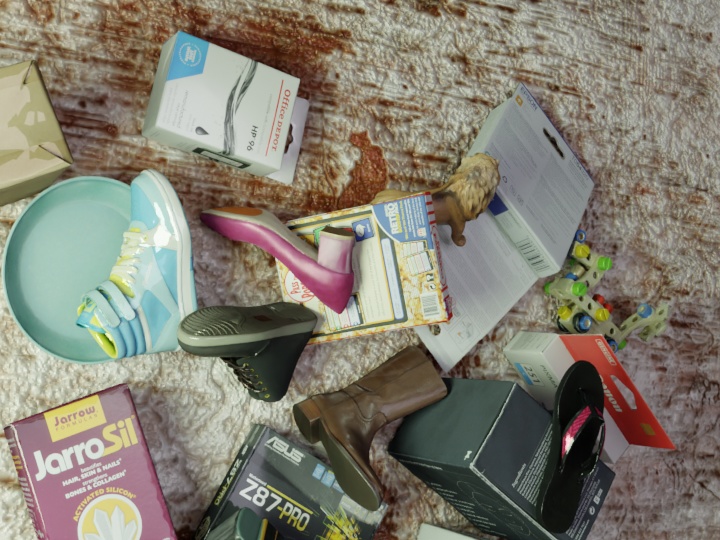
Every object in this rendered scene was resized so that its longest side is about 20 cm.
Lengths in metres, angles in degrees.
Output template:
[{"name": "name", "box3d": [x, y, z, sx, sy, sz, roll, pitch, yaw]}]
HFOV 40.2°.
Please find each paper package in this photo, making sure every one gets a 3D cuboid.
[{"name": "paper package", "box3d": [-0.392, -0.110, 0.953, 0.188, 0.199, 0.105, -23, 97, -25]}]

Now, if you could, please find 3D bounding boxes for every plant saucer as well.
[{"name": "plant saucer", "box3d": [-0.297, 0.000, 1.077, 0.197, 0.036, 0.205, -2, 93, -35]}]

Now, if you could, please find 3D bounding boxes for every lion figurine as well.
[{"name": "lion figurine", "box3d": [0.077, -0.078, 1.213, 0.196, 0.123, 0.073, -16, 59, -9]}]

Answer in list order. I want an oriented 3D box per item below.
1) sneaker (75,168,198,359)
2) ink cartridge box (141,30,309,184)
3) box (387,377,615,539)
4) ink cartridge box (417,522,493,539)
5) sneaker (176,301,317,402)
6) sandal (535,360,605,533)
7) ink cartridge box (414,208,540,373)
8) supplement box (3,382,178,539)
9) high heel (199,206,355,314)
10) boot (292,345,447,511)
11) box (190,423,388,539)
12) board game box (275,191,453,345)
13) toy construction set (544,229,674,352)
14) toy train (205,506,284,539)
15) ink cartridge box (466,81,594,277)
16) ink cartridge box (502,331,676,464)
[{"name": "sneaker", "box3d": [-0.247, 0.000, 1.045, 0.129, 0.079, 0.204, -14, 100, -35]}, {"name": "ink cartridge box", "box3d": [-0.145, -0.187, 1.160, 0.197, 0.068, 0.118, 17, 80, -27]}, {"name": "box", "box3d": [0.173, 0.241, 1.234, 0.196, 0.199, 0.125, 40, 69, -21]}, {"name": "ink cartridge box", "box3d": [0.183, 0.394, 1.262, 0.197, 0.145, 0.084, 21, 77, -25]}, {"name": "sneaker", "box3d": [-0.128, 0.101, 1.095, 0.198, 0.074, 0.108, -2, 114, -51]}, {"name": "sandal", "box3d": [0.255, 0.206, 1.143, 0.074, 0.045, 0.204, 24, 73, -26]}, {"name": "ink cartridge box", "box3d": [0.128, 0.010, 1.311, 0.200, 0.047, 0.161, -43, 106, -19]}, {"name": "supplement box", "box3d": [-0.281, 0.237, 1.036, 0.129, 0.103, 0.204, -18, 88, -26]}, {"name": "high heel", "box3d": [-0.100, -0.015, 1.148, 0.196, 0.067, 0.098, 11, 106, 9]}, {"name": "boot", "box3d": [0.042, 0.181, 1.194, 0.197, 0.187, 0.065, -20, 137, -27]}, {"name": "box", "box3d": [-0.082, 0.305, 1.181, 0.199, 0.049, 0.163, 36, 71, -20]}, {"name": "board game box", "box3d": [0.000, 0.000, 1.174, 0.196, 0.046, 0.155, -10, 93, 14]}, {"name": "toy construction set", "box3d": [0.346, 0.045, 1.403, 0.199, 0.092, 0.132, 36, 72, -10]}, {"name": "toy train", "box3d": [-0.154, 0.353, 1.086, 0.199, 0.085, 0.114, -39, 102, 16]}, {"name": "ink cartridge box", "box3d": [0.235, -0.128, 1.360, 0.197, 0.043, 0.201, 49, 45, -18]}, {"name": "ink cartridge box", "box3d": [0.303, 0.172, 1.319, 0.045, 0.175, 0.201, -42, 106, -22]}]
